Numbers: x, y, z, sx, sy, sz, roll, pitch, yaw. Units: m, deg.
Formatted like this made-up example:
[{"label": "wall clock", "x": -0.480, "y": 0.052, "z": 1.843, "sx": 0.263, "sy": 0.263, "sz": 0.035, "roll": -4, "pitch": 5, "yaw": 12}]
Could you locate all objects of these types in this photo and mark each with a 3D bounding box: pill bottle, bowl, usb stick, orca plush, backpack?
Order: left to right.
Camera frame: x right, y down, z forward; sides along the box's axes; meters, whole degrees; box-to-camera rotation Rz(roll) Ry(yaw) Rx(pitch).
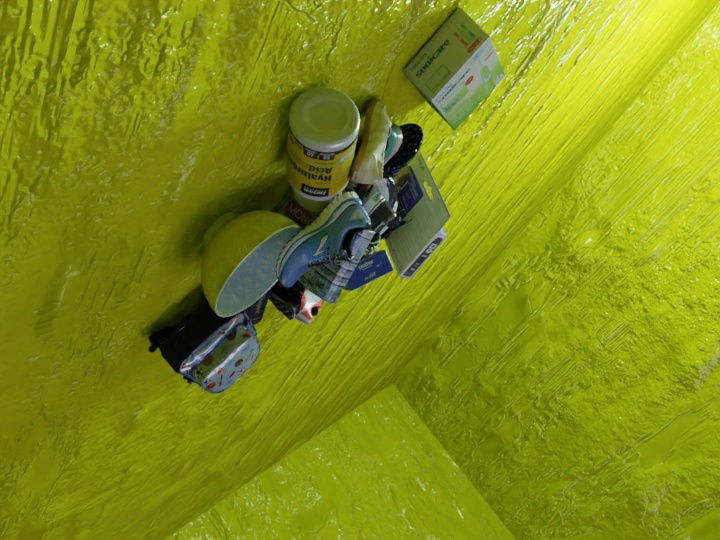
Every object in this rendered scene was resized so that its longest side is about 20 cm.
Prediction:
[{"label": "backpack", "x": -0.281, "y": 0.142, "z": 1.322, "sx": 0.198, "sy": 0.155, "sz": 0.191, "roll": -37, "pitch": 168, "yaw": -8}, {"label": "bowl", "x": -0.201, "y": -0.033, "z": 1.138, "sx": 0.200, "sy": 0.107, "sz": 0.201, "roll": -45, "pitch": 166, "yaw": -14}, {"label": "usb stick", "x": -0.206, "y": 0.052, "z": 1.362, "sx": 0.055, "sy": 0.033, "sz": 0.201, "roll": -29, "pitch": 160, "yaw": -34}, {"label": "pill bottle", "x": -0.065, "y": -0.184, "z": 1.087, "sx": 0.110, "sy": 0.112, "sz": 0.201, "roll": -35, "pitch": 162, "yaw": -22}, {"label": "orca plush", "x": 0.032, "y": -0.148, "z": 1.295, "sx": 0.202, "sy": 0.102, "sz": 0.072, "roll": 79, "pitch": 22, "yaw": -52}]

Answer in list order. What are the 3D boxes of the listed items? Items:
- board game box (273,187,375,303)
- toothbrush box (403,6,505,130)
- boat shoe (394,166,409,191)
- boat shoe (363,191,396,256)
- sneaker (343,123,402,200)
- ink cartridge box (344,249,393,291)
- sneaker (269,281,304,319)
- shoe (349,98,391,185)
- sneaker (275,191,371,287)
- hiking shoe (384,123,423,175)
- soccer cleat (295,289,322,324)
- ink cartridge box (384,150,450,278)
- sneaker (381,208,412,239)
[{"label": "board game box", "x": -0.078, "y": -0.083, "z": 1.226, "sx": 0.061, "sy": 0.199, "sz": 0.203, "roll": 5, "pitch": 119, "yaw": -59}, {"label": "toothbrush box", "x": 0.178, "y": -0.364, "z": 1.252, "sx": 0.146, "sy": 0.086, "sz": 0.199, "roll": -46, "pitch": 162, "yaw": 11}, {"label": "boat shoe", "x": 0.039, "y": -0.158, "z": 1.480, "sx": 0.199, "sy": 0.063, "sz": 0.074, "roll": -40, "pitch": 163, "yaw": -10}, {"label": "boat shoe", "x": 0.008, "y": -0.064, "z": 1.284, "sx": 0.073, "sy": 0.068, "sz": 0.200, "roll": -40, "pitch": 173, "yaw": -46}, {"label": "sneaker", "x": -0.001, "y": -0.197, "z": 1.293, "sx": 0.079, "sy": 0.071, "sz": 0.202, "roll": -9, "pitch": 138, "yaw": -56}, {"label": "ink cartridge box", "x": 0.000, "y": 0.000, "z": 1.335, "sx": 0.092, "sy": 0.045, "sz": 0.200, "roll": -26, "pitch": -177, "yaw": -8}, {"label": "sneaker", "x": -0.151, "y": 0.043, "z": 1.450, "sx": 0.090, "sy": 0.070, "sz": 0.200, "roll": -45, "pitch": -166, "yaw": -9}, {"label": "shoe", "x": 0.024, "y": -0.216, "z": 1.148, "sx": 0.071, "sy": 0.052, "sz": 0.203, "roll": 104, "pitch": -1, "yaw": -50}, {"label": "sneaker", "x": -0.062, "y": -0.036, "z": 1.137, "sx": 0.200, "sy": 0.090, "sz": 0.078, "roll": -43, "pitch": 169, "yaw": 16}, {"label": "hiking shoe", "x": 0.050, "y": -0.220, "z": 1.375, "sx": 0.200, "sy": 0.074, "sz": 0.087, "roll": -45, "pitch": -176, "yaw": 15}, {"label": "soccer cleat", "x": -0.116, "y": 0.070, "z": 1.619, "sx": 0.067, "sy": 0.076, "sz": 0.200, "roll": -49, "pitch": 177, "yaw": 23}, {"label": "ink cartridge box", "x": 0.120, "y": -0.124, "z": 1.506, "sx": 0.042, "sy": 0.202, "sz": 0.201, "roll": 7, "pitch": 138, "yaw": -35}, {"label": "sneaker", "x": 0.042, "y": -0.100, "z": 1.520, "sx": 0.103, "sy": 0.061, "sz": 0.200, "roll": -36, "pitch": -170, "yaw": -6}]
